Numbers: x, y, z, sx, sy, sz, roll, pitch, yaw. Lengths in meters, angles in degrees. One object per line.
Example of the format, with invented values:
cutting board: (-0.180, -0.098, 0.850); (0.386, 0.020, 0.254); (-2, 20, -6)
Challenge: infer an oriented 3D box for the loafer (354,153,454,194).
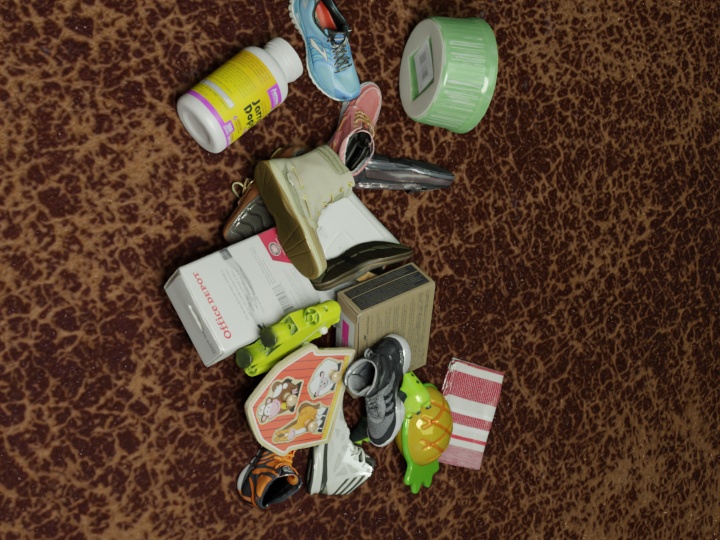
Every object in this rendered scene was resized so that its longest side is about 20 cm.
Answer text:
loafer: (0.074, -0.167, 1.677); (0.198, 0.072, 0.063); (7, 112, -26)

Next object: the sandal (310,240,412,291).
sandal: (0.000, 0.000, 1.606); (0.199, 0.082, 0.055); (-26, 125, -28)

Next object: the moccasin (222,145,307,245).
moccasin: (-0.163, -0.126, 1.530); (0.074, 0.077, 0.202); (45, 68, -43)

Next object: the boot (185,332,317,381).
boot: (-0.175, 0.126, 1.547); (0.198, 0.073, 0.164); (-32, 109, -30)

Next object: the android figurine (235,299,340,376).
android figurine: (-0.105, 0.102, 1.459); (0.041, 0.182, 0.200); (56, 29, 11)

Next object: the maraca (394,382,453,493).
maraca: (0.115, 0.309, 1.722); (0.137, 0.106, 0.202); (-6, 100, -51)

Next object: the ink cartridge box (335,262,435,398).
ink cartridge box: (0.040, 0.104, 1.628); (0.164, 0.075, 0.201); (-21, 135, -27)

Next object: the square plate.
square plate: (-0.039, -0.033, 1.637); (0.198, 0.028, 0.200); (46, 72, -27)

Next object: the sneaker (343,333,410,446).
sneaker: (0.019, 0.209, 1.553); (0.113, 0.075, 0.202); (-12, 116, -50)

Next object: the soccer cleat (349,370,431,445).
soccer cleat: (0.043, 0.245, 1.651); (0.067, 0.200, 0.081); (-15, 72, -52)

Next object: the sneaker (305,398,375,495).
sneaker: (-0.027, 0.301, 1.641); (0.114, 0.076, 0.202); (8, 101, -13)

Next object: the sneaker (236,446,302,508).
sneaker: (-0.123, 0.315, 1.577); (0.077, 0.112, 0.201); (34, 78, -30)

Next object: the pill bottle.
pill bottle: (-0.186, -0.283, 1.473); (0.200, 0.104, 0.105); (-43, 115, -20)

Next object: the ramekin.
ramekin: (0.146, -0.345, 1.619); (0.097, 0.200, 0.202); (3, 94, -24)

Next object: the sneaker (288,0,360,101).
sneaker: (-0.051, -0.374, 1.553); (0.078, 0.090, 0.201); (-36, 113, -23)

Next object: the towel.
towel: (0.207, 0.284, 1.828); (0.143, 0.023, 0.202); (18, 86, -32)

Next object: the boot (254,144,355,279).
boot: (-0.068, -0.098, 1.491); (0.154, 0.072, 0.201); (-23, 87, -40)

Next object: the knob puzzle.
knob puzzle: (-0.098, 0.213, 1.490); (0.219, 0.030, 0.221); (-23, 127, -33)

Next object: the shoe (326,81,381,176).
shoe: (0.000, -0.241, 1.594); (0.071, 0.091, 0.201); (37, 71, -28)

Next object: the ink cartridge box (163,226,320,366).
ink cartridge box: (-0.184, 0.039, 1.453); (0.199, 0.083, 0.146); (-26, 84, -37)
